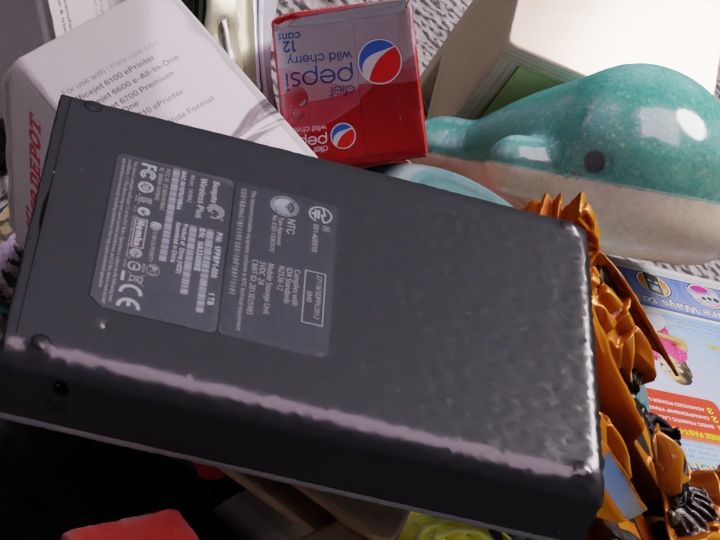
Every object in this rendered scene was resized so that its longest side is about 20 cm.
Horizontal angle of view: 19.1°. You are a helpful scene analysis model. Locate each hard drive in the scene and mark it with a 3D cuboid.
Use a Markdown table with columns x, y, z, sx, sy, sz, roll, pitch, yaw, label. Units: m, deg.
| x | y | z | sx | sy | sz | roll | pitch | yaw | label |
| --- | --- | --- | --- | --- | --- | --- | --- | --- | --- |
| -0.016 | 0.014 | 0.726 | 0.198 | 0.033 | 0.140 | 14 | 40 | -9 | hard drive |

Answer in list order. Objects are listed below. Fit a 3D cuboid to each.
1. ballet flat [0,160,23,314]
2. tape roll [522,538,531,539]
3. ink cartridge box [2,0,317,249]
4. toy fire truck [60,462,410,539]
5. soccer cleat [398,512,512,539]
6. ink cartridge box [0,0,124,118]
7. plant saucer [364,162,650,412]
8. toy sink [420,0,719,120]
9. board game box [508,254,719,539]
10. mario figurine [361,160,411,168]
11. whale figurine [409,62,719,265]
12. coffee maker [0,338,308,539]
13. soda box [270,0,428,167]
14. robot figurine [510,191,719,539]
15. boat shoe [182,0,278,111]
| x | y | z | sx | sy | sz | roll | pitch | yaw | label |
| --- | --- | --- | --- | --- | --- | --- | --- | --- | --- |
| -0.142 | -0.051 | 1.065 | 0.072 | 0.072 | 0.201 | 27 | 29 | -2 | ballet flat |
| 0.133 | 0.197 | 0.926 | 0.199 | 0.048 | 0.201 | 22 | 29 | -13 | tape roll |
| -0.062 | 0.001 | 0.916 | 0.083 | 0.145 | 0.200 | -32 | 69 | -23 | ink cartridge box |
| -0.027 | 0.061 | 0.734 | 0.198 | 0.049 | 0.141 | -6 | 47 | -29 | toy fire truck |
| 0.049 | 0.130 | 0.842 | 0.064 | 0.084 | 0.200 | -30 | 41 | -12 | soccer cleat |
| -0.166 | -0.138 | 1.102 | 0.145 | 0.087 | 0.200 | -2 | 19 | 26 | ink cartridge box |
| 0.070 | 0.023 | 0.996 | 0.200 | 0.027 | 0.201 | 37 | 27 | -23 | plant saucer |
| 0.114 | -0.097 | 1.293 | 0.129 | 0.200 | 0.113 | 22 | 58 | -12 | toy sink |
| 0.141 | 0.068 | 1.130 | 0.198 | 0.056 | 0.196 | 13 | 33 | -26 | board game box |
| 0.000 | 0.000 | 1.061 | 0.123 | 0.106 | 0.201 | 42 | 30 | -20 | mario figurine |
| 0.116 | -0.067 | 1.170 | 0.199 | 0.105 | 0.159 | 15 | 5 | 35 | whale figurine |
| -0.085 | 0.121 | 0.770 | 0.200 | 0.135 | 0.191 | 42 | 32 | 25 | coffee maker |
| -0.004 | -0.085 | 1.003 | 0.063 | 0.071 | 0.200 | -6 | 4 | 2 | soda box |
| 0.107 | 0.076 | 0.889 | 0.201 | 0.058 | 0.145 | 58 | 31 | -22 | robot figurine |
| -0.081 | -0.096 | 1.052 | 0.062 | 0.072 | 0.202 | 16 | 70 | -47 | boat shoe |
